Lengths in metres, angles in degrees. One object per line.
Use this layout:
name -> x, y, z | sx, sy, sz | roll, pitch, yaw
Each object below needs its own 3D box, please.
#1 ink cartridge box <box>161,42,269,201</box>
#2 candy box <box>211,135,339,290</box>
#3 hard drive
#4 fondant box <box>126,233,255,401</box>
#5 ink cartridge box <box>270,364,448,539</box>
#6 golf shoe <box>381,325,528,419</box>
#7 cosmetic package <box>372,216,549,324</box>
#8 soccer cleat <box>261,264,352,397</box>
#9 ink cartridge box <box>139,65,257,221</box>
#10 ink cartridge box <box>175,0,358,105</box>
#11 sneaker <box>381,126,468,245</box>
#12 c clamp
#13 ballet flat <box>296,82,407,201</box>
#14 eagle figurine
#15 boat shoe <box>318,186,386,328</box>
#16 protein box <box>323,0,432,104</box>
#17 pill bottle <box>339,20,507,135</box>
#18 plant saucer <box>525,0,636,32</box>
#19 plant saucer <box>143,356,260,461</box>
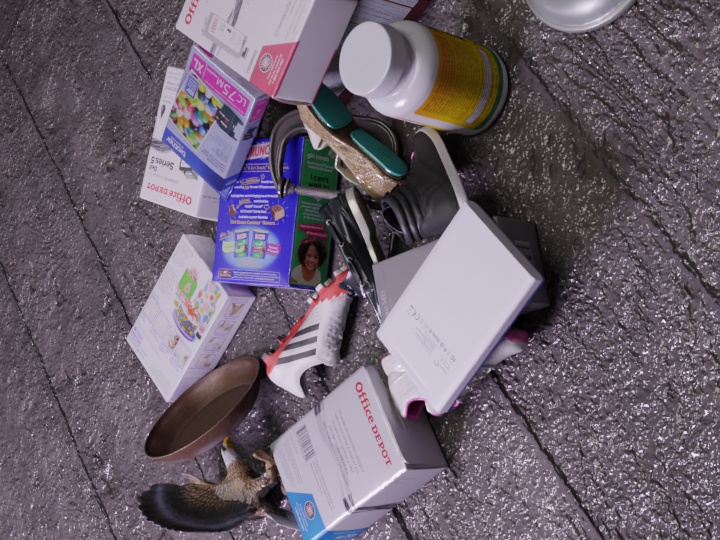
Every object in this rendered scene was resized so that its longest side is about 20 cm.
ink cartridge box -> -0.198, -0.193, 1.796 | 0.119, 0.042, 0.201 | 41, 135, 16
candy box -> -0.116, -0.078, 1.838 | 0.168, 0.077, 0.202 | 4, 89, 45
hard drive -> 0.109, 0.042, 1.522 | 0.132, 0.025, 0.201 | 51, 121, 32
fondant box -> -0.249, 0.071, 1.964 | 0.144, 0.058, 0.201 | 49, 119, 37
ink cartridge box -> -0.006, 0.231, 1.682 | 0.200, 0.085, 0.147 | -41, 58, 31
golf shoe -> 0.115, 0.119, 1.580 | 0.199, 0.075, 0.092 | -20, 70, 38
cosmetic package -> 0.116, 0.016, 1.590 | 0.199, 0.090, 0.108 | -22, 72, 37
soccer cleat -> -0.045, 0.077, 1.762 | 0.085, 0.069, 0.200 | 41, 102, 5
ink cartridge box -> -0.229, -0.182, 1.957 | 0.145, 0.084, 0.202 | 19, 98, 44
ink cartridge box -> -0.119, -0.315, 1.663 | 0.200, 0.082, 0.147 | 37, 112, 31
sneaker -> 0.064, -0.104, 1.613 | 0.098, 0.071, 0.201 | -20, 36, 0
c clamp -> -0.032, -0.121, 1.734 | 0.198, 0.027, 0.172 | 15, 88, 13
ballet flat -> -0.026, -0.163, 1.698 | 0.200, 0.070, 0.065 | 47, 127, 14
eagle figurine -> -0.174, 0.296, 1.803 | 0.199, 0.152, 0.151 | -31, 32, 17
boat shoe -> -0.001, 0.000, 1.685 | 0.066, 0.074, 0.201 | -20, 91, 13
protein box -> -0.048, -0.361, 1.764 | 0.200, 0.134, 0.200 | -46, 56, 32
pill bottle -> 0.072, -0.229, 1.583 | 0.112, 0.199, 0.114 | -7, 80, 44
plant saucer -> 0.248, -0.374, 1.534 | 0.199, 0.050, 0.202 | -6, 81, 44
plant saucer -> -0.209, 0.198, 1.855 | 0.199, 0.201, 0.037 | -20, 114, 41
